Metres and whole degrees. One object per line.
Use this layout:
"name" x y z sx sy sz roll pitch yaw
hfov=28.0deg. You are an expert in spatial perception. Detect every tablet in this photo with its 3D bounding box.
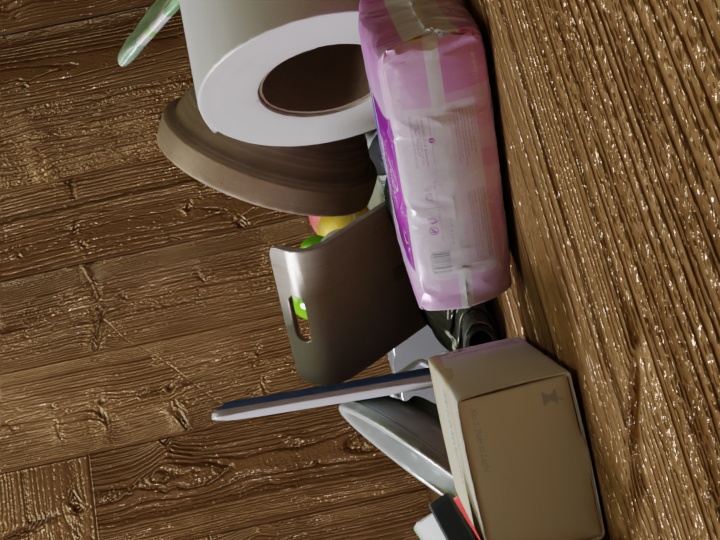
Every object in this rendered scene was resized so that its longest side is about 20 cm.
"tablet" -0.022 0.104 1.216 0.130 0.198 0.014 109 151 -88

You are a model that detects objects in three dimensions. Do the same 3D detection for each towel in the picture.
"towel" -0.134 -0.279 1.264 0.023 0.200 0.153 39 -141 -15

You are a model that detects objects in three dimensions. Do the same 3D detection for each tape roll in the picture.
"tape roll" -0.039 -0.204 1.119 0.203 0.201 0.140 82 176 -70

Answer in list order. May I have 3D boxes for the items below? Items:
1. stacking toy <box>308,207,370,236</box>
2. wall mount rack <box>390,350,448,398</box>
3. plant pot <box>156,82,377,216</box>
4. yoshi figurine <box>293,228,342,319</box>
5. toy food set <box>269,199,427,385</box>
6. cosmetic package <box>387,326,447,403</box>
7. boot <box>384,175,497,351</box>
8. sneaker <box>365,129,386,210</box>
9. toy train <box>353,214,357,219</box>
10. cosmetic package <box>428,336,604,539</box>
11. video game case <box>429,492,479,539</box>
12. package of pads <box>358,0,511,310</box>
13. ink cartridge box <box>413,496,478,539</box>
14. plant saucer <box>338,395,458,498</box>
"stacking toy" -0.006 -0.050 1.546 0.147 0.145 0.201 80 -172 -45
"wall mount rack" 0.100 0.182 1.406 0.174 0.074 0.201 40 154 38
"plant pot" -0.071 -0.132 1.267 0.201 0.199 0.093 -105 32 -63
"yoshi figurine" -0.004 0.015 1.398 0.199 0.111 0.113 10 113 54
"toy food set" 0.013 -0.008 1.245 0.060 0.199 0.144 28 141 41
"cosmetic package" 0.061 0.050 1.543 0.200 0.089 0.108 -111 9 -62
"boot" 0.081 0.012 1.169 0.131 0.067 0.201 -115 6 -51
"sneaker" 0.051 -0.088 1.413 0.088 0.075 0.200 57 170 26
"toy train" 0.011 -0.162 1.475 0.116 0.084 0.202 120 152 -67
"cosmetic package" 0.095 0.108 0.932 0.200 0.073 0.104 -114 11 -87
"video game case" 0.112 0.243 0.874 0.201 0.019 0.143 59 180 -21
"package of pads" 0.051 -0.086 0.982 0.121 0.075 0.201 -102 1 -61
"ink cartridge box" 0.108 0.268 1.209 0.161 0.050 0.200 56 176 11
"plant saucer" 0.074 0.157 1.239 0.199 0.050 0.200 35 169 8
